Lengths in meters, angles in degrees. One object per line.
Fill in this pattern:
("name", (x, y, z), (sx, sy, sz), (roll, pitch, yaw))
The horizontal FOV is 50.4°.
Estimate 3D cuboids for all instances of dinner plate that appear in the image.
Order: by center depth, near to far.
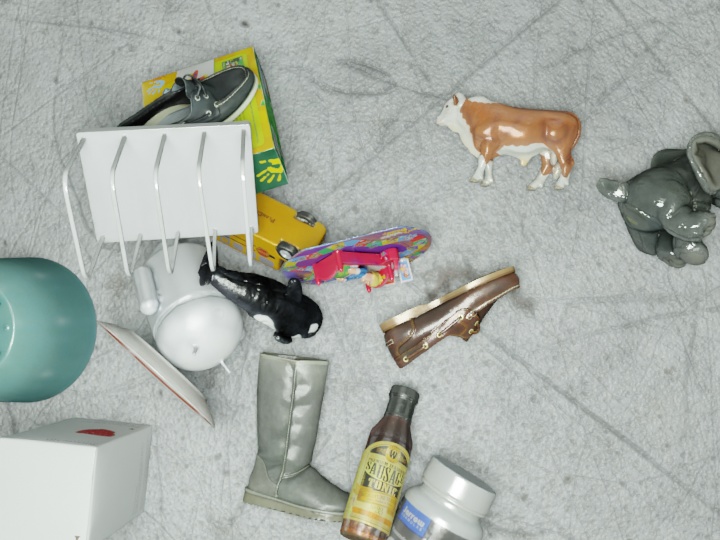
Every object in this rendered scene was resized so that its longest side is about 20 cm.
("dinner plate", (-0.253, 0.126, 0.970), (0.199, 0.200, 0.024), (39, 74, 5))

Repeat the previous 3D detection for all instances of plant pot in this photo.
("plant pot", (-0.471, 0.078, 0.999), (0.196, 0.161, 0.205), (0, 86, 3))

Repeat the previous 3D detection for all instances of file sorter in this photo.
("file sorter", (-0.218, -0.076, 0.868), (0.196, 0.125, 0.141), (-4, 121, -7))

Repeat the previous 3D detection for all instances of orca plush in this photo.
("orca plush", (-0.110, 0.020, 0.979), (0.071, 0.106, 0.199), (-39, 118, 21))

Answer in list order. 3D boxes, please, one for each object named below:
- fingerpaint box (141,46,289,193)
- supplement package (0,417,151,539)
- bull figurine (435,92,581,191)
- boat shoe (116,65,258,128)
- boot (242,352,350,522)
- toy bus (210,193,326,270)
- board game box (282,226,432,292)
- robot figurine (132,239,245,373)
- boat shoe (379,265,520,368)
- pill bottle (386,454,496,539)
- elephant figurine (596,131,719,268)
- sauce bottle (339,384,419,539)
("fingerpaint box", (-0.194, -0.181, 1.006), (0.164, 0.074, 0.202), (-18, 54, 1))
("supplement package", (-0.353, 0.260, 0.959), (0.119, 0.200, 0.122), (5, 86, 3))
("bull figurine", (0.197, -0.174, 1.031), (0.196, 0.065, 0.124), (5, 90, 6))
("boat shoe", (-0.215, -0.203, 0.938), (0.198, 0.067, 0.075), (-34, 52, -10))
("boot", (-0.066, 0.220, 1.020), (0.178, 0.073, 0.204), (11, 80, 2))
("toy bus", (-0.147, -0.063, 1.028), (0.197, 0.079, 0.066), (26, 60, 5))
("board game box", (0.000, 0.000, 0.978), (0.196, 0.158, 0.040), (-14, 74, 1))
("robot figurine", (-0.219, 0.046, 0.987), (0.113, 0.168, 0.201), (-47, 49, 19))
("boat shoe", (0.125, 0.063, 1.015), (0.198, 0.070, 0.071), (-27, 78, 9))
("pill bottle", (0.087, 0.348, 0.972), (0.112, 0.114, 0.202), (27, 87, 5))
("elephant figurine", (0.436, -0.115, 0.996), (0.201, 0.156, 0.141), (-49, 42, -12))
("sauce bottle", (0.030, 0.247, 0.984), (0.065, 0.066, 0.203), (15, 66, 4))
